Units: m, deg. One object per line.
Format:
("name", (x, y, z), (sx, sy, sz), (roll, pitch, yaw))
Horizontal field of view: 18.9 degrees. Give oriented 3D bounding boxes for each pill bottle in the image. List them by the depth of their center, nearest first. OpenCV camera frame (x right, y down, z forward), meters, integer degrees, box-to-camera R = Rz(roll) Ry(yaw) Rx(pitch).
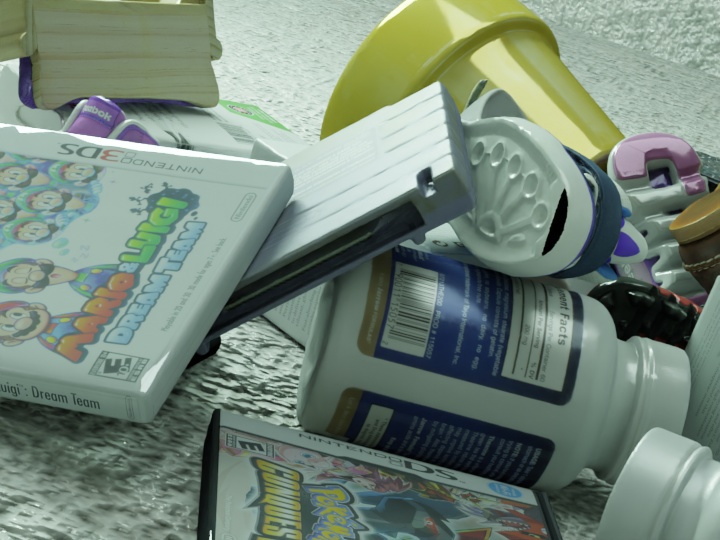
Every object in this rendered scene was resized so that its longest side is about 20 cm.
("pill bottle", (0.213, 0.148, 1.006), (0.199, 0.112, 0.111), (22, 15, 21))
("pill bottle", (0.072, 0.057, 1.183), (0.199, 0.111, 0.111), (15, 14, -7))

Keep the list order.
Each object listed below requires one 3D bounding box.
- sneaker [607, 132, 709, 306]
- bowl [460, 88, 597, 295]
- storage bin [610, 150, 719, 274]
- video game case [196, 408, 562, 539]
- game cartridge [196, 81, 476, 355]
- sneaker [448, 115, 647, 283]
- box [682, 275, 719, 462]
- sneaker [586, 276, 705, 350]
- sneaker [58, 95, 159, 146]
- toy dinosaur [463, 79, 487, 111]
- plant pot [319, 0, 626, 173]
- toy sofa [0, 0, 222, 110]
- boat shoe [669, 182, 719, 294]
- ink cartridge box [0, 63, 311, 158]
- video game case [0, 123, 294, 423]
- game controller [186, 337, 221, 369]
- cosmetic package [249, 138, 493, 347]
("sneaker", (0.214, 0.010, 1.471), (0.080, 0.201, 0.089), (-10, -21, -17))
("bowl", (0.104, -0.011, 1.416), (0.200, 0.074, 0.200), (59, 15, -5))
("storage bin", (0.269, 0.005, 1.543), (0.200, 0.136, 0.094), (25, 17, 29))
("video game case", (0.013, 0.129, 1.019), (0.180, 0.026, 0.200), (15, 14, -7))
("game cartridge", (-0.033, -0.024, 1.164), (0.038, 0.199, 0.130), (59, 12, -19))
("sneaker", (0.119, -0.032, 1.212), (0.146, 0.081, 0.200), (16, 6, -27))
("box", (0.274, 0.100, 1.214), (0.124, 0.098, 0.200), (9, 27, -24))
("sneaker", (0.202, 0.055, 1.343), (0.200, 0.071, 0.098), (29, 12, -30))
("sneaker", (-0.190, -0.050, 1.285), (0.072, 0.115, 0.200), (24, 17, 22))
("toy dinosaur", (0.029, -0.045, 1.513), (0.088, 0.201, 0.047), (-5, -38, 40))
("plant pot", (0.103, -0.088, 1.622), (0.189, 0.201, 0.200), (40, 25, 29))
("toy sofa", (-0.183, -0.150, 1.426), (0.083, 0.098, 0.200), (-5, 2, 36))
("boat shoe", (0.273, -0.043, 1.432), (0.200, 0.070, 0.070), (-39, 9, -39))
("ink cartridge box", (-0.139, -0.070, 1.467), (0.199, 0.085, 0.146), (7, 17, -28))
("video game case", (-0.152, -0.005, 1.108), (0.181, 0.024, 0.200), (9, 39, 17))
("game controller", (-0.148, 0.032, 1.195), (0.104, 0.042, 0.200), (35, 18, 10))
("cosmetic package", (0.000, 0.000, 1.334), (0.071, 0.102, 0.200), (4, 20, -38))
